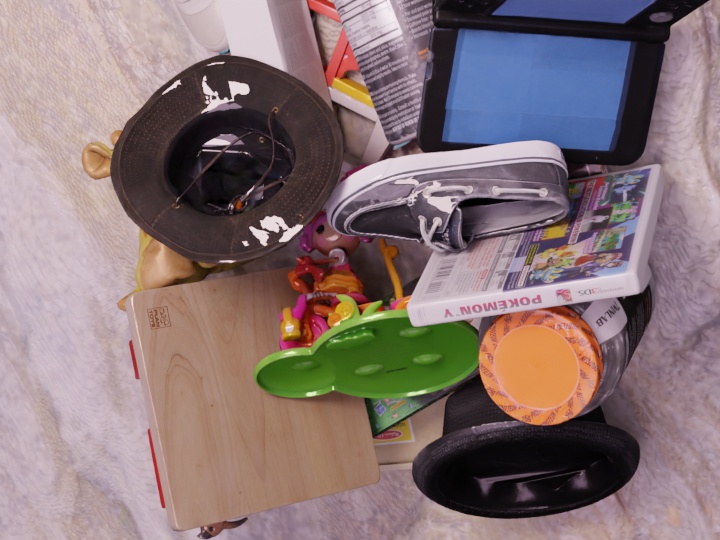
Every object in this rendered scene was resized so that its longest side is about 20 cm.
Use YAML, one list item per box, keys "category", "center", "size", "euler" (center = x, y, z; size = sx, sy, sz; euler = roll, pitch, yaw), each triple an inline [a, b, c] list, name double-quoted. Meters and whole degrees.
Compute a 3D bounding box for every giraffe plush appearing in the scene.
- category: "giraffe plush"
  center: [-0.167, -0.071, 1.416]
  size: [0.200, 0.171, 0.164]
  euler: [-26, 86, 60]

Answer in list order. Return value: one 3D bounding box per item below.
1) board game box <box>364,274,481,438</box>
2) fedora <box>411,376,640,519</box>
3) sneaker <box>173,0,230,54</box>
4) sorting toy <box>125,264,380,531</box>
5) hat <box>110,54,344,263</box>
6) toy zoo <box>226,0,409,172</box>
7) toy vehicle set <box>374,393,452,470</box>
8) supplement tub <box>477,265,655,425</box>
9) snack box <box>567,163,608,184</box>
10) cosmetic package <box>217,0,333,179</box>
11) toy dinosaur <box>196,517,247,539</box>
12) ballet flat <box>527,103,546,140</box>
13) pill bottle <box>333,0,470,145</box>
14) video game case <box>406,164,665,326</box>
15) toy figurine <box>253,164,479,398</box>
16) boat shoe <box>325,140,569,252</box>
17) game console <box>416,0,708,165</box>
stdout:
- category: "board game box"
  center: [0.039, 0.075, 1.404]
  size: [0.199, 0.023, 0.106]
  euler: [-31, 81, 21]
- category: "fedora"
  center: [0.142, 0.143, 1.363]
  size: [0.198, 0.093, 0.202]
  euler: [-1, 146, -1]
- category: "sneaker"
  center: [-0.163, -0.281, 1.360]
  size: [0.076, 0.081, 0.202]
  euler: [-20, 97, 36]
- category: "sorting toy"
  center: [-0.101, 0.109, 1.365]
  size: [0.069, 0.197, 0.203]
  euler: [-24, 77, 60]
- category: "hat"
  center: [-0.102, -0.078, 1.290]
  size: [0.198, 0.081, 0.203]
  euler: [-6, 62, 11]
- category: "toy zoo"
  center: [-0.030, -0.168, 1.386]
  size: [0.198, 0.020, 0.132]
  euler: [27, 114, 11]
- category: "toy vehicle set"
  center: [0.021, 0.124, 1.457]
  size: [0.198, 0.027, 0.126]
  euler: [-7, 104, 23]
- category: "supplement tub"
  center: [0.168, 0.045, 1.278]
  size: [0.121, 0.200, 0.124]
  euler: [6, 109, 18]
- category: "snack box"
  center: [0.149, -0.148, 1.320]
  size: [0.071, 0.024, 0.202]
  euler: [-16, 100, 24]
- category: "cosmetic package"
  center: [-0.073, -0.185, 1.339]
  size: [0.050, 0.083, 0.203]
  euler: [-8, 103, 22]
- category: "toy dinosaur"
  center: [-0.123, 0.142, 1.490]
  size: [0.135, 0.086, 0.201]
  euler: [36, 110, 6]
- category: "ballet flat"
  center: [0.151, -0.181, 1.269]
  size: [0.066, 0.067, 0.203]
  euler: [-3, 109, -5]
- category: "pill bottle"
  center: [0.036, -0.215, 1.284]
  size: [0.105, 0.106, 0.202]
  euler: [-20, 94, 25]
- category: "video game case"
  center: [0.144, -0.022, 1.238]
  size: [0.180, 0.200, 0.023]
  euler: [-9, 114, 21]
- category: "toy figurine"
  center: [0.000, 0.000, 1.344]
  size: [0.197, 0.150, 0.186]
  euler: [-12, 59, 12]
- category: "boat shoe"
  center: [0.069, -0.048, 1.239]
  size: [0.197, 0.068, 0.072]
  euler: [-9, 144, 7]
- category: "game console"
  center: [0.157, -0.157, 1.187]
  size: [0.197, 0.171, 0.120]
  euler: [1, 83, -14]
